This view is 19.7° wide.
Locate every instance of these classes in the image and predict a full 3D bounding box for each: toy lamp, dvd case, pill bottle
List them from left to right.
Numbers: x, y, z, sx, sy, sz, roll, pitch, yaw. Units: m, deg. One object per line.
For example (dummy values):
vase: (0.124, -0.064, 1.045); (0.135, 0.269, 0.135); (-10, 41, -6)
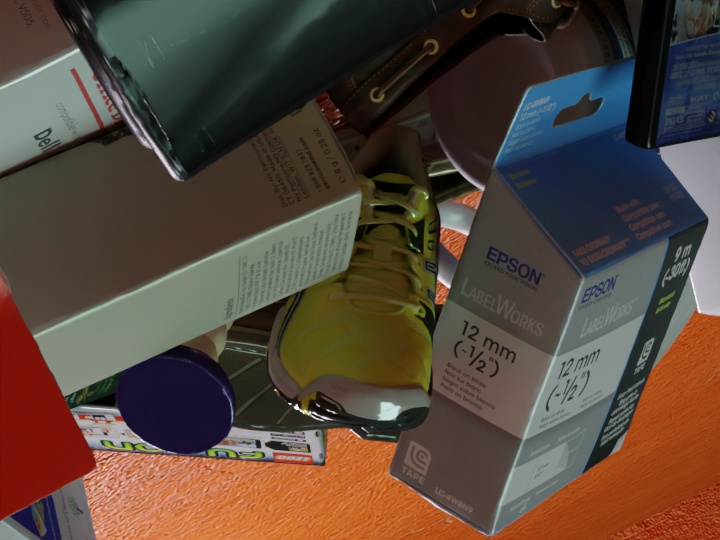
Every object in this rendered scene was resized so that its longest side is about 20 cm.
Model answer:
toy lamp: (-0.061, 0.001, 0.932); (0.058, 0.058, 0.201); (-40, -163, 32)
pill bottle: (0.137, -0.104, 1.097); (0.199, 0.112, 0.111); (-13, 157, -46)
dvd case: (0.182, -0.161, 0.948); (0.142, 0.017, 0.202); (-12, 115, -42)

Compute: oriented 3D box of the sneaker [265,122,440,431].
sneaker: (0.000, 0.000, 0.922); (0.075, 0.200, 0.077); (8, 118, -7)

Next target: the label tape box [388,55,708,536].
label tape box: (0.100, 0.007, 0.967); (0.143, 0.066, 0.201); (-21, 136, -56)

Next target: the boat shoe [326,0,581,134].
boat shoe: (0.068, -0.134, 0.968); (0.199, 0.071, 0.070); (-31, 163, 0)

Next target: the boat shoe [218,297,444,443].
boat shoe: (-0.021, 0.038, 1.027); (0.199, 0.069, 0.072); (17, 142, -40)

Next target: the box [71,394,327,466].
box: (-0.118, 0.073, 1.139); (0.198, 0.035, 0.110); (4, 162, 2)

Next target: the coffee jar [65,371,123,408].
coffee jar: (-0.112, 0.008, 1.017); (0.199, 0.085, 0.105); (-10, 119, -49)

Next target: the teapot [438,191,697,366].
teapot: (0.129, -0.024, 1.241); (0.198, 0.146, 0.200); (-52, 161, -14)

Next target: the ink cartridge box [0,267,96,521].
ink cartridge box: (-0.202, 0.010, 0.691); (0.162, 0.201, 0.057); (-28, 166, -7)

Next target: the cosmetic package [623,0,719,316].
cosmetic package: (0.210, -0.098, 1.057); (0.051, 0.201, 0.151); (6, -147, 42)

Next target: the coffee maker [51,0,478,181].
coffee maker: (-0.006, -0.126, 0.656); (0.199, 0.192, 0.135); (-31, 122, -1)

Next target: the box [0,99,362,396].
box: (-0.102, -0.003, 0.811); (0.199, 0.069, 0.082); (-23, 161, -16)

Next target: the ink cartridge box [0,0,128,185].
ink cartridge box: (-0.146, -0.068, 0.792); (0.199, 0.068, 0.117); (-29, 163, -4)

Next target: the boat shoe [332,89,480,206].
boat shoe: (-0.001, -0.039, 1.129); (0.199, 0.067, 0.074); (-29, 164, -5)

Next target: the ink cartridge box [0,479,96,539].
ink cartridge box: (-0.195, 0.089, 1.018); (0.039, 0.100, 0.200); (-25, 142, 10)
